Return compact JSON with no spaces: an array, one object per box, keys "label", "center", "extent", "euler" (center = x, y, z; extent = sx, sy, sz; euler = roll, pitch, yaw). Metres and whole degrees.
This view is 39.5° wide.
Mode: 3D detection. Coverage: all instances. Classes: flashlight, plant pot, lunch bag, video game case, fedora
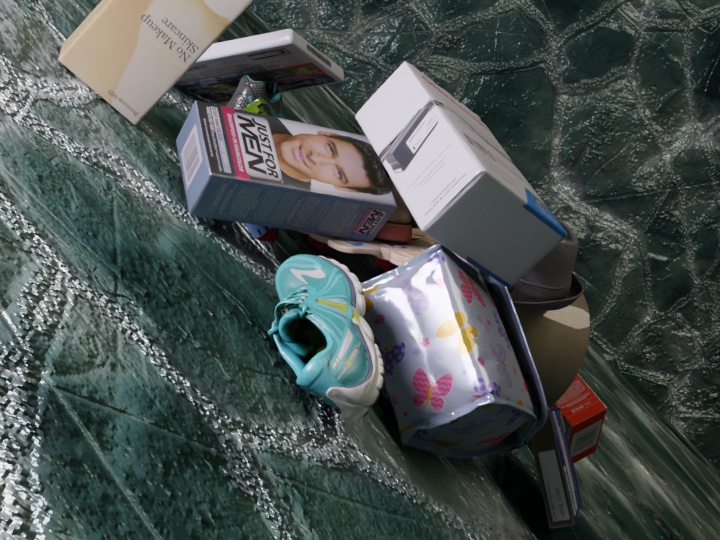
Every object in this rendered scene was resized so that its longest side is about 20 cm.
[{"label":"flashlight","center":[0.000,0.000,1.183],"extent":[0.200,0.068,0.068],"euler":[51,37,8]},{"label":"plant pot","center":[0.150,0.063,1.259],"extent":[0.200,0.188,0.187],"euler":[24,19,-25]},{"label":"lunch bag","center":[0.101,0.086,0.987],"extent":[0.200,0.127,0.170],"euler":[34,35,-58]},{"label":"video game case","center":[-0.145,-0.264,1.312],"extent":[0.182,0.199,0.023],"euler":[14,70,-70]},{"label":"fedora","center":[0.174,-0.031,1.180],"extent":[0.199,0.091,0.177],"euler":[20,24,13]}]

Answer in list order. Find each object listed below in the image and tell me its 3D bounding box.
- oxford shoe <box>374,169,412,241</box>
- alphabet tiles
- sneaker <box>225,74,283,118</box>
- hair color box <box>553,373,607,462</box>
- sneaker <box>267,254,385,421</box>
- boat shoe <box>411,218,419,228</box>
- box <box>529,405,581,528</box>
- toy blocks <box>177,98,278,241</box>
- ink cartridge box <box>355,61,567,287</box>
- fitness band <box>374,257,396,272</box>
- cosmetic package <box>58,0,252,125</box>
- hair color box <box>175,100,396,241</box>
[{"label":"oxford shoe","center":[0.023,-0.086,1.117],"extent":[0.070,0.075,0.200],"euler":[6,12,-17]},{"label":"alphabet tiles","center":[0.034,-0.029,1.078],"extent":[0.195,0.015,0.200],"euler":[1,14,-33]},{"label":"sneaker","center":[-0.126,-0.208,1.341],"extent":[0.077,0.091,0.200],"euler":[24,6,10]},{"label":"hair color box","center":[0.250,0.161,1.394],"extent":[0.200,0.064,0.111],"euler":[54,-21,37]},{"label":"sneaker","center":[-0.039,0.041,0.852],"extent":[0.080,0.078,0.200],"euler":[28,18,-31]},{"label":"boat shoe","center":[0.070,-0.079,1.222],"extent":[0.072,0.066,0.201],"euler":[50,-11,24]},{"label":"box","center":[0.216,0.213,1.115],"extent":[0.200,0.032,0.122],"euler":[25,53,-73]},{"label":"toy blocks","center":[-0.110,-0.104,1.105],"extent":[0.137,0.100,0.200],"euler":[57,11,-3]},{"label":"ink cartridge box","center":[0.096,-0.097,0.998],"extent":[0.144,0.084,0.200],"euler":[30,23,-40]},{"label":"fitness band","center":[0.025,-0.084,1.298],"extent":[0.037,0.201,0.144],"euler":[5,7,14]},{"label":"cosmetic package","center":[-0.196,-0.255,1.000],"extent":[0.105,0.200,0.071],"euler":[39,13,-24]},{"label":"hair color box","center":[-0.072,-0.095,0.984],"extent":[0.199,0.061,0.099],"euler":[8,48,-30]}]
